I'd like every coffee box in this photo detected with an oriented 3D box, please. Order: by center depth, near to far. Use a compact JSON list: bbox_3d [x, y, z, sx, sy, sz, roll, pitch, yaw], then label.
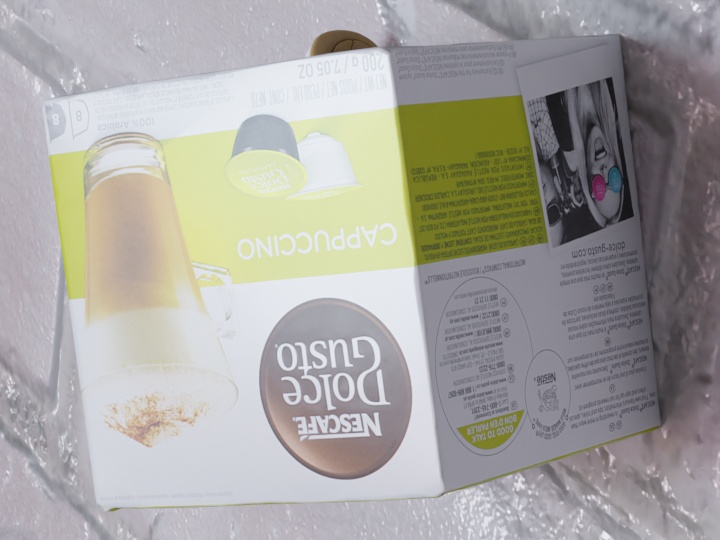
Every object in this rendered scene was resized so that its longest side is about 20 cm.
[{"bbox_3d":[0.000,0.000,1.212,0.199,0.200,0.198,-5,93,35],"label":"coffee box"}]

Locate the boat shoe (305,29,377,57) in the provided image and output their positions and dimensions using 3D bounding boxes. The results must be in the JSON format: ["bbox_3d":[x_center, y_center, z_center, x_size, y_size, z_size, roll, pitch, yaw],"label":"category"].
[{"bbox_3d":[0.005,-0.029,1.376,0.069,0.071,0.200,-37,67,53],"label":"boat shoe"}]
